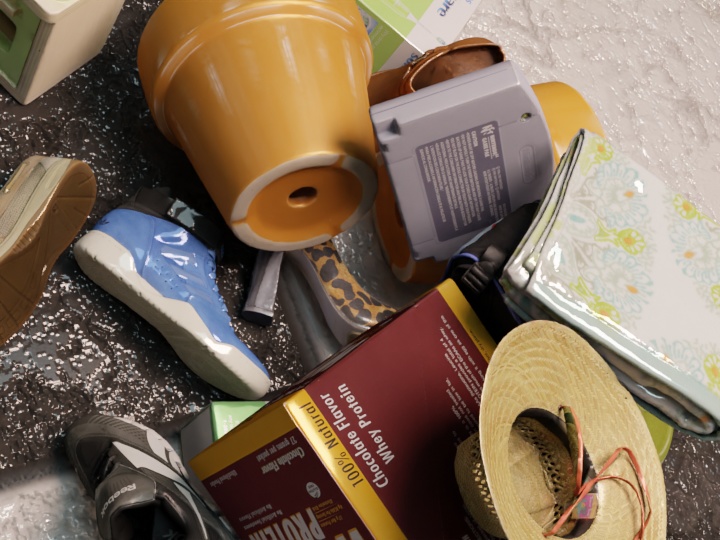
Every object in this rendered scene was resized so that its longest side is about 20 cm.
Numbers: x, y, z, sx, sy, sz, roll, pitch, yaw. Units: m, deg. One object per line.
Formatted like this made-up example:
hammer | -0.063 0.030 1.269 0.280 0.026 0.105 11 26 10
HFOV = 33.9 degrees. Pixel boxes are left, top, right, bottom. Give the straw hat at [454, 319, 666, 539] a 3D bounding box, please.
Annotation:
straw hat | 0.113 0.139 0.787 0.201 0.085 0.202 21 59 -40

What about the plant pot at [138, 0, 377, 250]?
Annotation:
plant pot | -0.070 -0.126 0.996 0.199 0.200 0.184 -2 54 -29

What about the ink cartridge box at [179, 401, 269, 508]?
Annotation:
ink cartridge box | -0.035 0.184 0.962 0.199 0.084 0.147 2 66 -29

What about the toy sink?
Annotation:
toy sink | -0.272 -0.255 0.982 0.130 0.200 0.112 45 53 -2

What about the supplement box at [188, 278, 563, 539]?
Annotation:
supplement box | 0.026 0.150 0.862 0.200 0.133 0.198 -34 90 -44

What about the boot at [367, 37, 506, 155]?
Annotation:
boot | 0.042 -0.161 1.096 0.200 0.155 0.074 -31 97 2

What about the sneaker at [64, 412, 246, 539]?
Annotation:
sneaker | -0.162 0.164 0.860 0.200 0.090 0.067 38 92 31

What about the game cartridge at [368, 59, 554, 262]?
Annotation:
game cartridge | 0.088 -0.083 0.949 0.133 0.200 0.041 -15 57 3

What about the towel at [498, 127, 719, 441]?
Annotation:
towel | 0.209 0.006 0.873 0.200 0.048 0.171 36 55 -8

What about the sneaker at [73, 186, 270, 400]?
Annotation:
sneaker | -0.132 0.011 1.000 0.200 0.077 0.111 40 63 2

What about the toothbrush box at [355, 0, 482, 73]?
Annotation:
toothbrush box | 0.015 -0.297 1.230 0.200 0.086 0.146 37 55 -6

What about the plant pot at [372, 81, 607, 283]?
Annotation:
plant pot | 0.114 -0.067 1.116 0.183 0.200 0.201 -10 71 -16

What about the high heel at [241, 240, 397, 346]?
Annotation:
high heel | 0.000 0.000 1.078 0.199 0.071 0.143 17 65 -10

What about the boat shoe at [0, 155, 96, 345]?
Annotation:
boat shoe | -0.287 -0.013 0.942 0.065 0.072 0.200 14 58 21

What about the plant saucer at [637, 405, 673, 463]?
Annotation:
plant saucer | 0.257 0.110 1.137 0.200 0.031 0.201 24 60 -50

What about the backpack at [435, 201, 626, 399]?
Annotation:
backpack | 0.157 0.046 0.978 0.147 0.200 0.183 -33 82 -16
